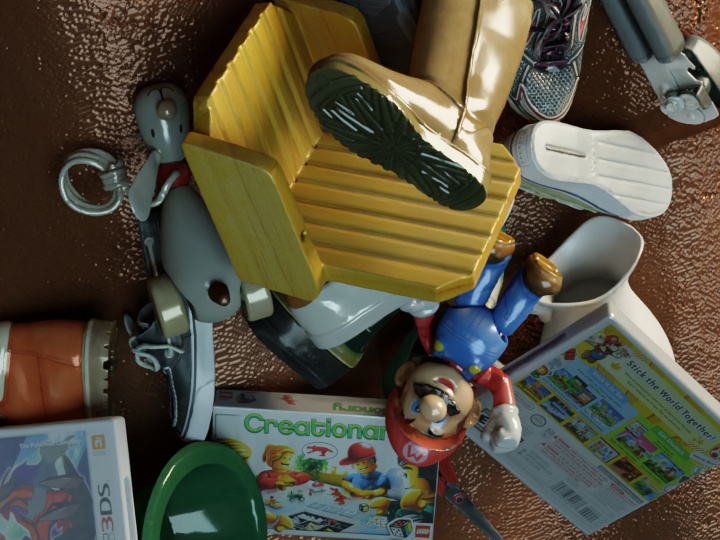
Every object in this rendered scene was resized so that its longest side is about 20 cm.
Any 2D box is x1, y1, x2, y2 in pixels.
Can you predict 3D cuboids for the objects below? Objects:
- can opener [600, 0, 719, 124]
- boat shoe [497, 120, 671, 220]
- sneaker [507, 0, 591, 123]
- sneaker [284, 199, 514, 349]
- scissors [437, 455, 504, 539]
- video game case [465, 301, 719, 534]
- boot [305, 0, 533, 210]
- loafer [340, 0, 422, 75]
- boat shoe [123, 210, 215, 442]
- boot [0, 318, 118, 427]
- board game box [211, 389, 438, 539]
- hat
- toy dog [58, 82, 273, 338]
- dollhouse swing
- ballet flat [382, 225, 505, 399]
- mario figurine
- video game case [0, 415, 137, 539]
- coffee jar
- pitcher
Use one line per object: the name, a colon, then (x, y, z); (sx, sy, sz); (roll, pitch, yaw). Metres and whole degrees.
can opener: (0.249, -0.201, 1.584); (0.200, 0.052, 0.067); (51, 57, -34)
boat shoe: (0.188, -0.088, 1.605); (0.199, 0.062, 0.073); (15, 75, -42)
sneaker: (0.150, -0.209, 1.519); (0.080, 0.075, 0.202); (-11, 120, -16)
sneaker: (0.026, -0.023, 1.473); (0.199, 0.073, 0.085); (-35, 116, 3)
scissors: (0.078, 0.205, 1.744); (0.073, 0.014, 0.201); (-29, 124, -7)
video game case: (0.203, 0.131, 1.611); (0.181, 0.023, 0.200); (-34, 121, 28)
boot: (0.046, -0.164, 1.404); (0.066, 0.201, 0.175); (-23, 131, 41)
loafer: (0.038, -0.186, 1.495); (0.063, 0.071, 0.201); (-55, 134, -38)
boat shoe: (-0.156, 0.048, 1.535); (0.067, 0.074, 0.201); (-5, 115, -15)
boot: (-0.254, 0.123, 1.548); (0.106, 0.075, 0.202); (3, 121, -2)
board game box: (-0.031, 0.170, 1.632); (0.198, 0.035, 0.127); (3, 116, 0)
hat: (-0.202, 0.227, 1.587); (0.199, 0.175, 0.168); (11, 79, -58)
toy dog: (-0.131, -0.039, 1.443); (0.132, 0.096, 0.201); (-37, 99, -12)
dollhouse swing: (0.003, -0.095, 1.406); (0.174, 0.201, 0.183); (0, 130, 28)
ballet flat: (0.082, 0.045, 1.626); (0.067, 0.070, 0.201); (17, 108, -24)
mario figurine: (0.083, 0.072, 1.523); (0.105, 0.123, 0.201); (13, 109, -46)
video game case: (-0.269, 0.215, 1.502); (0.198, 0.023, 0.184); (-7, 89, 20)
coffee jar: (0.000, 0.000, 1.563); (0.200, 0.085, 0.104); (-45, 121, 6)
pitcher: (0.188, 0.077, 1.646); (0.171, 0.121, 0.201); (-28, 129, -10)
